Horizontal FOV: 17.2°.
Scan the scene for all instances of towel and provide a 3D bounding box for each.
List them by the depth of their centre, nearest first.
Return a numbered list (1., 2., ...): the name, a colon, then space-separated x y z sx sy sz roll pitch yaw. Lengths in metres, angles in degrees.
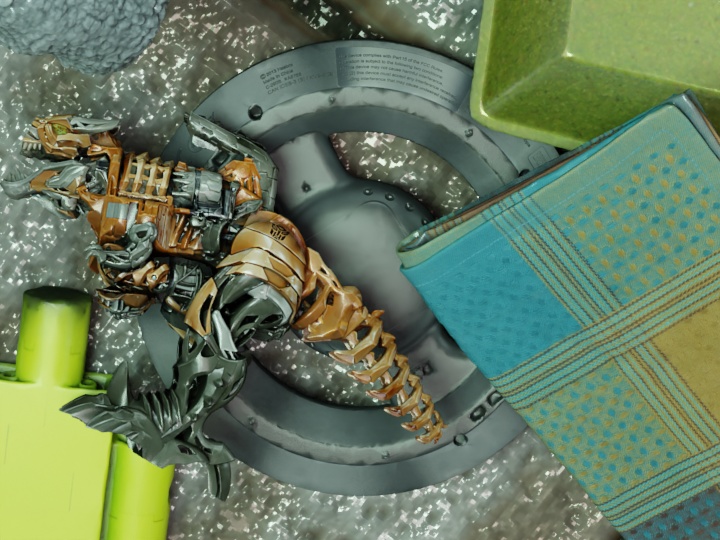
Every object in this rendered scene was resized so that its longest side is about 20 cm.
1. towel: 0.126 0.030 0.989 0.146 0.022 0.200 -29 117 25

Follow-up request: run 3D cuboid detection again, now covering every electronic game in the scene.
1. electronic game: 0.000 0.000 1.031 0.199 0.042 0.201 0 101 2

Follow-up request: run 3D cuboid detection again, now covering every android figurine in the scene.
1. android figurine: -0.173 0.102 1.046 0.181 0.041 0.201 5 103 -7

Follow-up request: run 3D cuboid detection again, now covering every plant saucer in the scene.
1. plant saucer: 0.154 -0.135 0.946 0.199 0.048 0.201 16 114 21

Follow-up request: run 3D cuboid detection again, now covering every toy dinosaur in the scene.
1. toy dinosaur: -0.060 0.015 0.972 0.199 0.102 0.136 28 84 18

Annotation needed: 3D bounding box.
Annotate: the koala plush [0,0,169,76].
1. koala plush: -0.085 -0.192 0.872 0.177 0.184 0.200 35 108 -29
